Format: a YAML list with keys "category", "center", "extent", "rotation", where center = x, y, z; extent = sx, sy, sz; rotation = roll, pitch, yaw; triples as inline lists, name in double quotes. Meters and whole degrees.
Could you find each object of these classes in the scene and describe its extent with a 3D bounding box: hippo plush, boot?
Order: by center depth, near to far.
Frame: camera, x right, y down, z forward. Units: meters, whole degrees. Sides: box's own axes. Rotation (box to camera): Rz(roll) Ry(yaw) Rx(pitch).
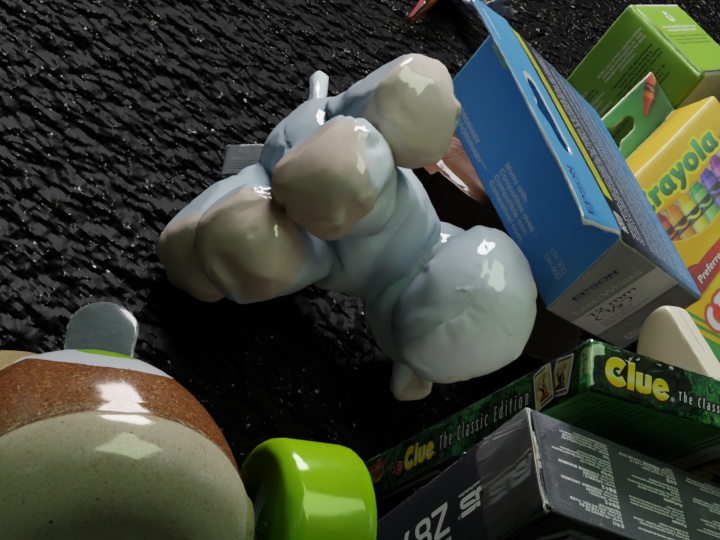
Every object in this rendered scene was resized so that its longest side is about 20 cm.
- category: "hippo plush"
  center: [0.000, 0.000, 0.702]
  extent: [0.161, 0.159, 0.200]
  rotation: [53, -15, -15]
- category: "boot"
  center: [0.099, -0.042, 0.913]
  extent: [0.187, 0.064, 0.200]
  rotation: [48, 26, 6]

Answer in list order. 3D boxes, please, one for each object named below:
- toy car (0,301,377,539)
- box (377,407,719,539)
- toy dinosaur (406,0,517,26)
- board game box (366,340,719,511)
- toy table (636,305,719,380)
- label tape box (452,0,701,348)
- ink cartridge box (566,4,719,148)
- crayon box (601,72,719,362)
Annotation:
- category: "toy car"
  center: [-0.111, 0.061, 0.466]
  extent: [0.162, 0.159, 0.201]
  rotation: [11, 30, -26]
- category: "box"
  center: [0.093, 0.141, 0.567]
  extent: [0.198, 0.161, 0.050]
  rotation: [23, 41, -30]
- category: "toy dinosaur"
  center: [0.079, -0.287, 1.174]
  extent: [0.198, 0.106, 0.181]
  rotation: [-7, 33, -37]
- category: "board game box"
  center: [0.086, 0.082, 0.590]
  extent: [0.104, 0.200, 0.024]
  rotation: [20, 62, -19]
- category: "toy table"
  center: [0.170, 0.124, 0.723]
  extent: [0.183, 0.117, 0.201]
  rotation: [-7, 56, -52]
- category: "label tape box"
  center: [0.107, -0.047, 0.762]
  extent: [0.199, 0.066, 0.145]
  rotation: [22, 39, -58]
- category: "ink cartridge box"
  center: [0.224, -0.129, 1.074]
  extent: [0.076, 0.148, 0.199]
  rotation: [48, 30, 14]
- category: "crayon box"
  center: [0.226, -0.023, 0.930]
  extent: [0.127, 0.051, 0.201]
  rotation: [-42, 101, -21]
